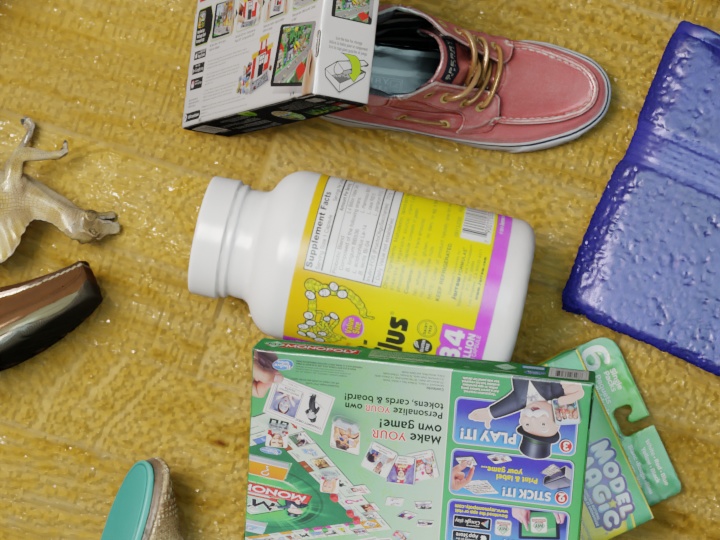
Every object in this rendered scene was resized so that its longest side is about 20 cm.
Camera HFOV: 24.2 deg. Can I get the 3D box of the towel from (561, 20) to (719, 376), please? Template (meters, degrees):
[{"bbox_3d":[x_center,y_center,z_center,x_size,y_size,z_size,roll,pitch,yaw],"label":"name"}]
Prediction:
[{"bbox_3d":[0.227,-0.039,1.049,0.147,0.050,0.201,24,87,10],"label":"towel"}]

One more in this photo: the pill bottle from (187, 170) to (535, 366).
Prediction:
[{"bbox_3d":[0.000,0.000,1.019,0.199,0.104,0.105,13,86,2],"label":"pill bottle"}]

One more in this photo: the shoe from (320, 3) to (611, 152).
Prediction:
[{"bbox_3d":[0.061,-0.117,1.029,0.198,0.091,0.072,4,85,-2],"label":"shoe"}]

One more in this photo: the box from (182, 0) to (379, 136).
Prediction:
[{"bbox_3d":[-0.049,-0.143,0.986,0.035,0.200,0.111,9,86,-26],"label":"box"}]

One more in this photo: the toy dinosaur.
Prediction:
[{"bbox_3d":[-0.251,-0.049,1.042,0.198,0.058,0.102,-5,75,-8],"label":"toy dinosaur"}]

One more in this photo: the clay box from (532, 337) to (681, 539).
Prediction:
[{"bbox_3d":[0.090,0.129,1.035,0.199,0.048,0.116,-25,87,1],"label":"clay box"}]

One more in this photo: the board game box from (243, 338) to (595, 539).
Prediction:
[{"bbox_3d":[0.032,0.117,0.982,0.198,0.029,0.136,6,103,8],"label":"board game box"}]

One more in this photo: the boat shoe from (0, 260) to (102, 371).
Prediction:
[{"bbox_3d":[-0.261,0.036,1.037,0.199,0.076,0.074,-25,83,-1],"label":"boat shoe"}]

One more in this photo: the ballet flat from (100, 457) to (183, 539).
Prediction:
[{"bbox_3d":[-0.142,0.216,1.035,0.065,0.070,0.201,22,89,-25],"label":"ballet flat"}]
